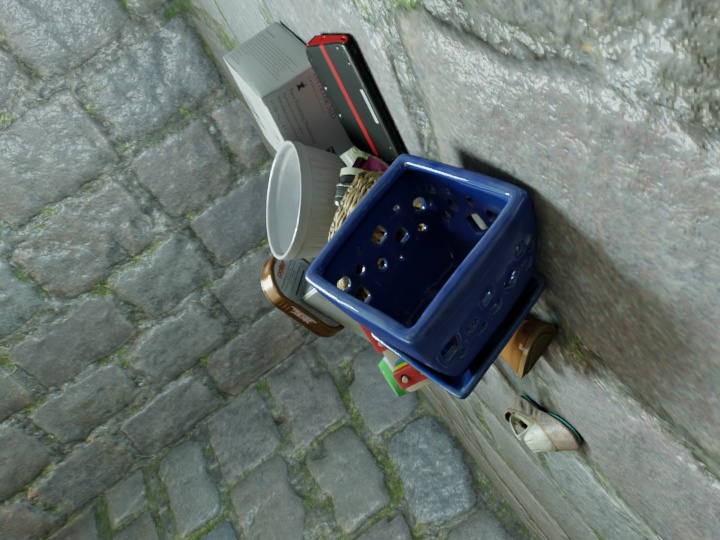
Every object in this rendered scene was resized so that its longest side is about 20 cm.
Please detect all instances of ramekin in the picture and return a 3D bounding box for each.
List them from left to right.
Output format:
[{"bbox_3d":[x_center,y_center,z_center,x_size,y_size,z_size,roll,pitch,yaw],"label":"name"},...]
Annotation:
[{"bbox_3d":[-0.089,-0.118,1.033,0.199,0.103,0.206,167,104,-64],"label":"ramekin"}]

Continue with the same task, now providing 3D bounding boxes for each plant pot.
[{"bbox_3d":[0.088,0.013,0.684,0.199,0.201,0.180,29,164,46],"label":"plant pot"}]

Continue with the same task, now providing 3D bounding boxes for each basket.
[{"bbox_3d":[0.041,-0.025,0.850,0.149,0.140,0.204,50,133,45],"label":"basket"}]

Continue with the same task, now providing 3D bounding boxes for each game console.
[{"bbox_3d":[-0.007,-0.264,0.908,0.202,0.031,0.176,59,168,-29],"label":"game console"}]

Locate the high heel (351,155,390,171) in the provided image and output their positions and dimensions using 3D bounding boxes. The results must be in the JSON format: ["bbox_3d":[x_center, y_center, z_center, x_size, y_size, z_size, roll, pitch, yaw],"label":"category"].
[{"bbox_3d":[0.008,-0.140,0.997,0.067,0.097,0.200,28,-178,-27],"label":"high heel"}]

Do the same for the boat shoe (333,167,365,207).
[{"bbox_3d":[0.034,-0.093,0.959,0.071,0.069,0.198,-3,157,46],"label":"boat shoe"}]

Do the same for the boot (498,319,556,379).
[{"bbox_3d":[0.179,0.073,0.807,0.154,0.074,0.200,40,173,19],"label":"boot"}]

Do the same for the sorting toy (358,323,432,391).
[{"bbox_3d":[0.110,0.099,0.995,0.202,0.196,0.070,56,-158,-11],"label":"sorting toy"}]

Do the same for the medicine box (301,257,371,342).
[{"bbox_3d":[0.000,0.000,1.141,0.181,0.102,0.203,33,-132,-26],"label":"medicine box"}]

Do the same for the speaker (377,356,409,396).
[{"bbox_3d":[0.133,0.156,1.149,0.089,0.198,0.089,54,174,8],"label":"speaker"}]

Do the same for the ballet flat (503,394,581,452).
[{"bbox_3d":[0.307,0.278,1.025,0.069,0.067,0.200,56,174,-8],"label":"ballet flat"}]

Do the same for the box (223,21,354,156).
[{"bbox_3d":[-0.133,-0.319,1.114,0.201,0.130,0.200,50,172,40],"label":"box"}]

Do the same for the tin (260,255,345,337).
[{"bbox_3d":[-0.100,0.044,1.121,0.199,0.042,0.114,37,-138,-24],"label":"tin"}]
